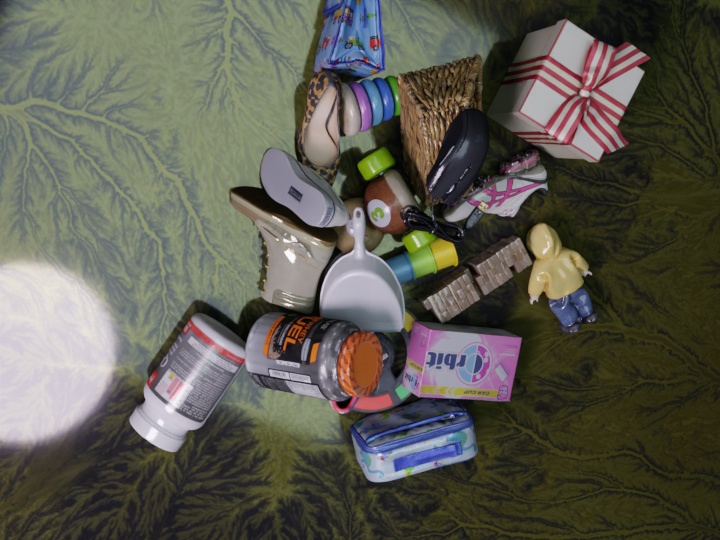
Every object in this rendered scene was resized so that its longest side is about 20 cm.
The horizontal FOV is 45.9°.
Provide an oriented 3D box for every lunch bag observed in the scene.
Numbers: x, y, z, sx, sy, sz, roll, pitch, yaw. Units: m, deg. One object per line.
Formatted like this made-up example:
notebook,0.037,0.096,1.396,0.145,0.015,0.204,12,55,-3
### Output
lunch bag,-0.009,-0.407,1.309,0.093,0.151,0.203,4,97,-12
lunch bag,0.090,0.281,1.424,0.197,0.161,0.084,-13,101,-9

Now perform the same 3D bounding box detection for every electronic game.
electronic game,0.021,0.144,1.451,0.197,0.042,0.203,-2,98,-12

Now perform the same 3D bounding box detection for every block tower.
block tower,0.195,0.017,1.463,0.198,0.054,0.058,-32,102,-5

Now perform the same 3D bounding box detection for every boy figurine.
boy figurine,0.342,0.012,1.488,0.123,0.064,0.202,-31,102,-6

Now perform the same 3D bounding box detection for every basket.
basket,0.149,-0.213,1.338,0.147,0.144,0.202,-15,134,-9

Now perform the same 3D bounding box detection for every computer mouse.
computer mouse,0.159,-0.129,1.268,0.139,0.046,0.202,24,100,-37

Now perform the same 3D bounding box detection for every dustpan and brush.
dustpan and brush,0.000,0.000,1.329,0.137,0.058,0.202,0,125,5

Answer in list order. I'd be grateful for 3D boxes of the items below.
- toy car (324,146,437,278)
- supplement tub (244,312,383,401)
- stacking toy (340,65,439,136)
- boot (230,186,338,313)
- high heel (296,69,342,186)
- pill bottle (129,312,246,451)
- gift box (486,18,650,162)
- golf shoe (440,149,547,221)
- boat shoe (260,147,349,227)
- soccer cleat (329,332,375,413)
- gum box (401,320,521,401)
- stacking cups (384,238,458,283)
toy car,0.001,-0.074,1.370,0.199,0.158,0.165,-32,93,7
supplement tub,-0.072,0.133,1.316,0.122,0.198,0.125,-9,101,-56
stacking toy,0.057,-0.286,1.386,0.198,0.085,0.087,-19,102,-16
boot,-0.140,-0.033,1.370,0.198,0.072,0.156,30,121,17
high heel,-0.059,-0.208,1.332,0.070,0.143,0.203,-4,99,-11
pill bottle,-0.273,0.179,1.356,0.115,0.116,0.201,35,89,-14
gift box,0.347,-0.287,1.383,0.198,0.187,0.187,22,94,-13
golf shoe,0.232,-0.124,1.441,0.198,0.073,0.093,-28,104,-7
boat shoe,-0.087,-0.129,1.332,0.065,0.200,0.073,10,110,-44
soccer cleat,-0.013,0.135,1.389,0.067,0.073,0.203,10,94,-5
gum box,0.179,0.156,1.455,0.197,0.066,0.115,7,97,-25
stacking cups,0.063,-0.006,1.431,0.197,0.061,0.061,-19,101,-7
